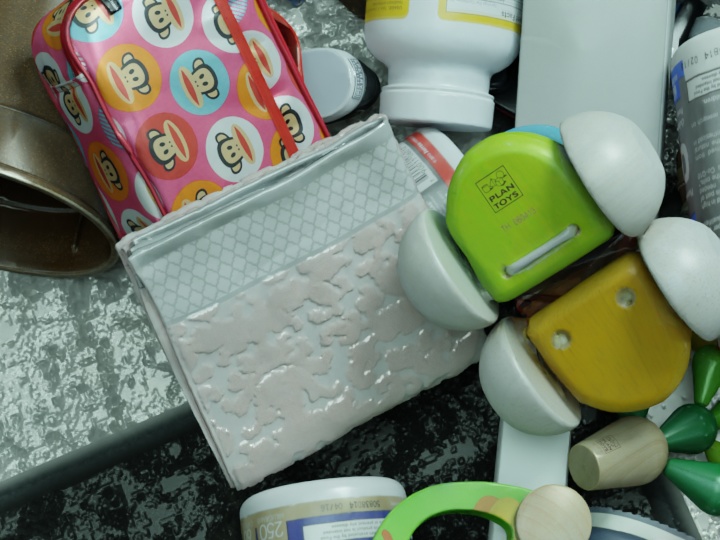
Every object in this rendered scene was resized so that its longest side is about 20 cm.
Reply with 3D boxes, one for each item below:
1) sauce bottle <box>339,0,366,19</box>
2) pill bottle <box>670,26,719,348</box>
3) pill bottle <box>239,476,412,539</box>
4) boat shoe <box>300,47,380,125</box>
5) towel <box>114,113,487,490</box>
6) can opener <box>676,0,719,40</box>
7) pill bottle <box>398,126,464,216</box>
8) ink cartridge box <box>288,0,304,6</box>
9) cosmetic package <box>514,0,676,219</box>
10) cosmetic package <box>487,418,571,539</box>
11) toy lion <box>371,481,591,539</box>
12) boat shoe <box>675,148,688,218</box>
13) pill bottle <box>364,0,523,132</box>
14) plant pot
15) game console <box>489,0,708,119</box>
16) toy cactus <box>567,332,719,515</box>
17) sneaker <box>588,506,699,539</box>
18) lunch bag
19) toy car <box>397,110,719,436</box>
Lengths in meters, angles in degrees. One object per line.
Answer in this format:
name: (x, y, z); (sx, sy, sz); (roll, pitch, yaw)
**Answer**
sauce bottle: (0.052, -0.279, 1.303); (0.066, 0.066, 0.200); (35, 83, 13)
pill bottle: (0.269, -0.053, 1.134); (0.113, 0.114, 0.201); (-5, 77, 4)
pill bottle: (-0.014, 0.245, 1.150); (0.115, 0.116, 0.201); (-8, 75, 3)
boat shoe: (-0.076, -0.129, 1.276); (0.199, 0.066, 0.070); (-7, 86, 28)
towel: (-0.032, 0.022, 1.128); (0.199, 0.032, 0.192); (-27, 113, -7)
can opener: (0.221, -0.201, 1.253); (0.199, 0.053, 0.067); (23, 79, 6)
pill bottle: (0.000, 0.000, 1.211); (0.199, 0.116, 0.116); (-35, 75, -3)
ink cartridge box: (-0.085, -0.318, 1.317); (0.200, 0.076, 0.137); (40, 88, 12)
cosmetic package: (0.163, -0.128, 1.211); (0.106, 0.090, 0.201); (6, 95, 11)
cosmetic package: (0.114, 0.163, 1.176); (0.050, 0.083, 0.201); (5, 76, 6)
toy lion: (0.042, 0.230, 1.077); (0.190, 0.069, 0.201); (5, 76, -2)
boat shoe: (0.317, -0.084, 1.225); (0.199, 0.076, 0.072); (-14, 73, 0)
pill bottle: (0.061, -0.202, 1.217); (0.111, 0.112, 0.201); (5, 91, 7)
plant pot: (-0.245, -0.125, 1.238); (0.199, 0.200, 0.199); (9, 69, 8)
game console: (0.158, -0.198, 1.290); (0.176, 0.031, 0.201); (28, 81, 12)
toy cactus: (0.213, 0.109, 1.154); (0.164, 0.102, 0.201); (-13, 61, -36)
sneaker: (0.228, 0.225, 1.153); (0.199, 0.070, 0.082); (16, 66, 15)
lunch bag: (-0.106, -0.114, 1.162); (0.176, 0.082, 0.201); (-34, 104, -31)
toy car: (0.134, -0.010, 1.108); (0.175, 0.150, 0.200); (-34, 104, 21)
